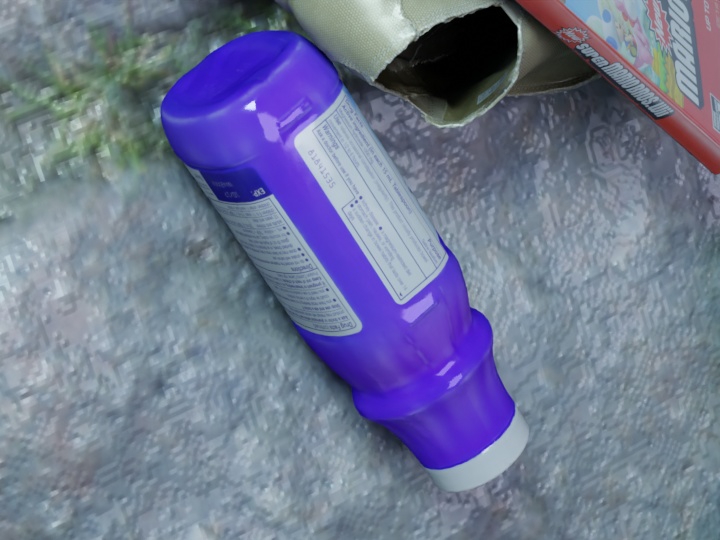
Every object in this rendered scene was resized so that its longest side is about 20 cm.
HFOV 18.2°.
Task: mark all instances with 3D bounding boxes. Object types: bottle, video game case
[{"bbox_3d":[0.000,0.000,0.893,0.065,0.083,0.200,-40,113,-15],"label":"bottle"},{"bbox_3d":[0.100,-0.140,0.908,0.200,0.017,0.144,32,48,-47],"label":"video game case"}]

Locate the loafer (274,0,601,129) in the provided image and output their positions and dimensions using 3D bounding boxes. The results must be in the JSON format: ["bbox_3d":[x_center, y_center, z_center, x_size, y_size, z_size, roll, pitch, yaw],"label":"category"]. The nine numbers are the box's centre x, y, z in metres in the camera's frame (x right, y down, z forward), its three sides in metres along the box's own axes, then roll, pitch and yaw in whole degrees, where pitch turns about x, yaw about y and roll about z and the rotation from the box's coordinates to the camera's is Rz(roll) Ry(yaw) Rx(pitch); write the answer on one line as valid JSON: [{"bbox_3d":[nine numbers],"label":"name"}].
[{"bbox_3d":[0.043,-0.091,0.888,0.199,0.076,0.069,2,54,-49],"label":"loafer"}]
